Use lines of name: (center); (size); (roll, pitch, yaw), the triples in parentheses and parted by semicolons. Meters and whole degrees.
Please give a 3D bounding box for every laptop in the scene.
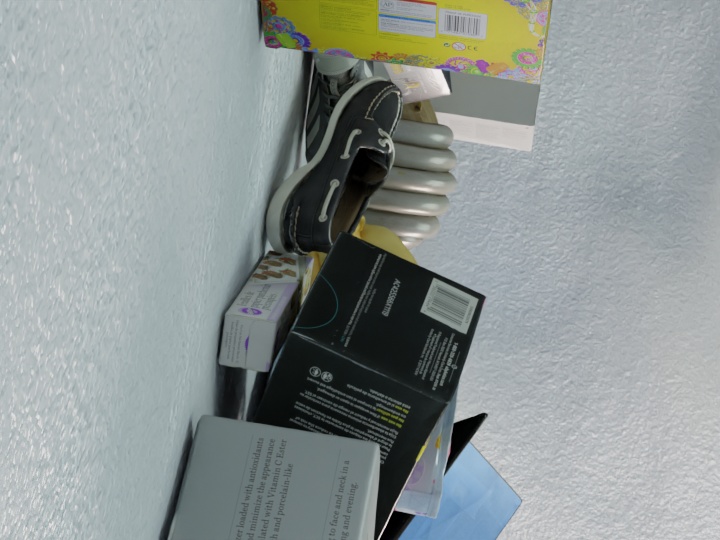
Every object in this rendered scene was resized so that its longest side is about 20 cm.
laptop: (0.080, 0.247, 1.795); (0.188, 0.116, 0.200); (-53, -178, -14)

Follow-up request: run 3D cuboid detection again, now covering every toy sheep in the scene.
toy sheep: (0.029, -0.088, 1.894); (0.138, 0.137, 0.202); (-58, 156, -79)

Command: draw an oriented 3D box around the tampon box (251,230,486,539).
tampon box: (-0.010, 0.105, 1.465); (0.150, 0.125, 0.201); (-66, 180, -55)

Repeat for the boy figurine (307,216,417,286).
boy figurine: (0.000, 0.000, 1.814); (0.201, 0.123, 0.065); (69, 30, -43)

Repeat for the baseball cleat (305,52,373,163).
baseball cleat: (-0.021, -0.151, 1.651); (0.106, 0.069, 0.202); (-8, 97, -79)

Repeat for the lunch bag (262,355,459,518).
lunch bag: (-0.004, 0.128, 1.668); (0.201, 0.168, 0.128); (-80, 179, -55)

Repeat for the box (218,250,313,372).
box: (-0.069, 0.028, 1.466); (0.200, 0.038, 0.042); (-64, 163, -75)

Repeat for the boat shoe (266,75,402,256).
boat shoe: (-0.005, -0.085, 1.574); (0.200, 0.060, 0.074); (-53, 141, -40)

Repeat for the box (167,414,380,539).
box: (-0.067, 0.240, 1.319); (0.201, 0.130, 0.200); (93, 7, -55)

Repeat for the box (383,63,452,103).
box: (0.030, -0.260, 1.644); (0.200, 0.048, 0.160); (59, 25, -62)

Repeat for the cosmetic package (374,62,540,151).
cosmetic package: (0.081, -0.171, 1.962); (0.083, 0.198, 0.051); (79, 21, -78)

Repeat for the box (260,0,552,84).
box: (0.044, -0.254, 1.349); (0.122, 0.198, 0.194); (89, 10, -60)
